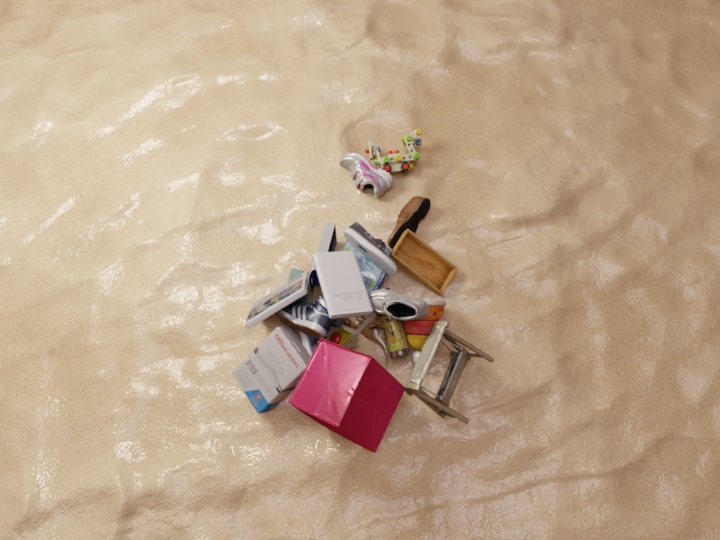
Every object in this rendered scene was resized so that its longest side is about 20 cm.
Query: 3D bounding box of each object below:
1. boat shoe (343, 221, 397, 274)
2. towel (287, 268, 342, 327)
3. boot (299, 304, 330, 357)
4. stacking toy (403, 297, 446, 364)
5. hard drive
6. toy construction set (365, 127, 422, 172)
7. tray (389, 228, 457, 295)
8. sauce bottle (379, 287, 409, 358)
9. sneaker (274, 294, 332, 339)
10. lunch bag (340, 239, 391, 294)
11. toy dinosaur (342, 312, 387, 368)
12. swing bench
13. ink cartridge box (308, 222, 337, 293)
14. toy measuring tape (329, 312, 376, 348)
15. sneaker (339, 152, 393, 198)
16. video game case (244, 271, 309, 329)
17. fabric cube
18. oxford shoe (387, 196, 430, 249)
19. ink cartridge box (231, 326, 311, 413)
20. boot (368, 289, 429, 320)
[{"bbox_3d":[0.041,-0.071,1.687,0.199,0.070,0.066,38,67,15],"label":"boat shoe"},{"bbox_3d":[-0.139,0.085,1.744,0.196,0.022,0.150,13,72,5],"label":"towel"},{"bbox_3d":[-0.123,0.193,1.660,0.089,0.073,0.204,-22,77,10],"label":"boot"},{"bbox_3d":[0.180,0.180,1.658,0.142,0.146,0.205,0,88,2],"label":"stacking toy"},{"bbox_3d":[-0.052,0.038,1.614,0.129,0.025,0.203,-4,59,-26],"label":"hard drive"},{"bbox_3d":[0.112,-0.389,1.869,0.195,0.092,0.134,-7,93,8],"label":"toy construction set"},{"bbox_3d":[0.191,-0.024,1.727,0.199,0.037,0.099,37,73,-8],"label":"tray"},{"bbox_3d":[0.090,0.153,1.660,0.063,0.065,0.204,-15,84,-4],"label":"sauce bottle"},{"bbox_3d":[-0.155,0.117,1.625,0.197,0.071,0.109,18,63,34],"label":"sneaker"},{"bbox_3d":[0.000,0.000,1.724,0.158,0.083,0.202,27,66,6],"label":"lunch bag"},{"bbox_3d":[0.036,0.184,1.690,0.198,0.060,0.107,35,99,18],"label":"toy dinosaur"},{"bbox_3d":[0.229,0.276,1.557,0.199,0.129,0.201,36,71,-19],"label":"swing bench"},{"bbox_3d":[-0.112,-0.036,1.729,0.038,0.100,0.203,11,62,7],"label":"ink cartridge box"},{"bbox_3d":[-0.032,0.180,1.658,0.074,0.073,0.201,44,105,17],"label":"toy measuring tape"},{"bbox_3d":[0.008,-0.309,1.850,0.198,0.082,0.089,31,72,14],"label":"sneaker"},{"bbox_3d":[-0.239,0.083,1.653,0.198,0.183,0.023,-31,104,5],"label":"video game case"},{"bbox_3d":[-0.033,0.330,1.517,0.194,0.200,0.202,13,66,42],"label":"fabric cube"},{"bbox_3d":[0.142,-0.153,1.806,0.071,0.072,0.201,25,70,40],"label":"oxford shoe"},{"bbox_3d":[-0.244,0.280,1.607,0.200,0.086,0.147,-43,72,9],"label":"ink cartridge box"},{"bbox_3d":[0.086,0.095,1.573,0.196,0.095,0.075,6,92,27],"label":"boot"}]
